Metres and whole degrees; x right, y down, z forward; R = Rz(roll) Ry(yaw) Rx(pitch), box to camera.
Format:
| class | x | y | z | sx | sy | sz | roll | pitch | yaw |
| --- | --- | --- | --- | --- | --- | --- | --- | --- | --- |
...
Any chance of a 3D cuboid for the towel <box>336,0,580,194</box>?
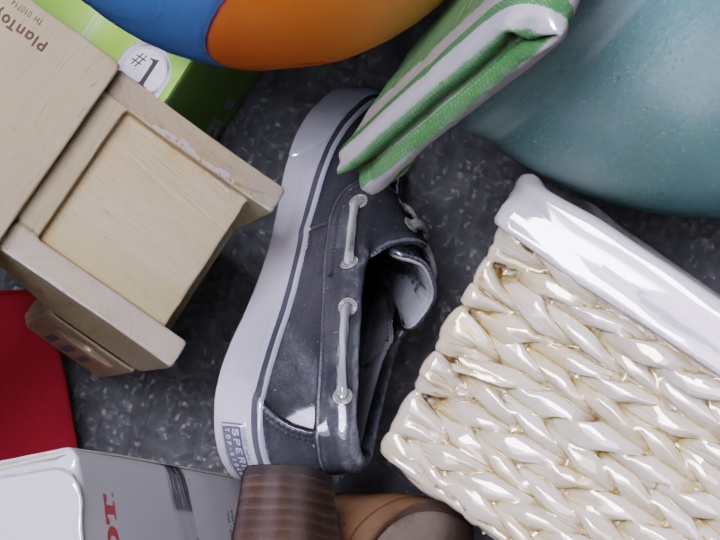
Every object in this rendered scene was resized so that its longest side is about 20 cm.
| class | x | y | z | sx | sy | sz | roll | pitch | yaw |
| --- | --- | --- | --- | --- | --- | --- | --- | --- | --- |
| towel | 0.073 | -0.124 | 0.619 | 0.023 | 0.152 | 0.201 | 38 | 62 | -8 |

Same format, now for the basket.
| class | x | y | z | sx | sy | sz | roll | pitch | yaw |
| --- | --- | --- | --- | --- | --- | --- | --- | --- | --- |
| basket | 0.120 | 0.069 | 0.698 | 0.199 | 0.135 | 0.124 | 35 | 97 | 13 |

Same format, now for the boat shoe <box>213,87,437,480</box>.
| class | x | y | z | sx | sy | sz | roll | pitch | yaw |
| --- | --- | --- | --- | --- | --- | --- | --- | --- | --- |
| boat shoe | 0.000 | 0.000 | 0.721 | 0.067 | 0.072 | 0.201 | -2 | 43 | 20 |

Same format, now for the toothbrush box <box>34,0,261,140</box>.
| class | x | y | z | sx | sy | sz | roll | pitch | yaw |
| --- | --- | --- | --- | --- | --- | --- | --- | --- | --- |
| toothbrush box | -0.084 | -0.173 | 0.791 | 0.145 | 0.086 | 0.201 | 36 | 92 | 13 |

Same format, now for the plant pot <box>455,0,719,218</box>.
| class | x | y | z | sx | sy | sz | roll | pitch | yaw |
| --- | --- | --- | --- | --- | --- | --- | --- | --- | --- |
| plant pot | 0.141 | -0.098 | 0.665 | 0.134 | 0.200 | 0.201 | 37 | 93 | -8 |

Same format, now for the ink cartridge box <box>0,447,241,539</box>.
| class | x | y | z | sx | sy | sz | roll | pitch | yaw |
| --- | --- | --- | --- | --- | --- | --- | --- | --- | --- |
| ink cartridge box | -0.090 | 0.149 | 0.658 | 0.083 | 0.200 | 0.147 | -11 | 76 | 16 |

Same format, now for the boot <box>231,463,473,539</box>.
| class | x | y | z | sx | sy | sz | roll | pitch | yaw |
| --- | --- | --- | --- | --- | --- | --- | --- | --- | --- |
| boot | -0.007 | 0.155 | 0.665 | 0.070 | 0.200 | 0.148 | -7 | 75 | 26 |

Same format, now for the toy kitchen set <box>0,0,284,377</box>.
| class | x | y | z | sx | sy | sz | roll | pitch | yaw |
| --- | --- | --- | --- | --- | --- | --- | --- | --- | --- |
| toy kitchen set | -0.171 | -0.013 | 0.695 | 0.199 | 0.180 | 0.164 | 36 | 77 | -11 |

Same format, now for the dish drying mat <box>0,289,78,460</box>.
| class | x | y | z | sx | sy | sz | roll | pitch | yaw |
| --- | --- | --- | --- | --- | --- | --- | --- | --- | --- |
| dish drying mat | -0.154 | 0.104 | 0.764 | 0.076 | 0.018 | 0.202 | -1 | 68 | -31 |

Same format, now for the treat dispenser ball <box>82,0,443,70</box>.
| class | x | y | z | sx | sy | sz | roll | pitch | yaw |
| --- | --- | --- | --- | --- | --- | --- | --- | --- | --- |
| treat dispenser ball | -0.035 | -0.173 | 0.635 | 0.199 | 0.201 | 0.203 | -1 | 84 | 13 |
